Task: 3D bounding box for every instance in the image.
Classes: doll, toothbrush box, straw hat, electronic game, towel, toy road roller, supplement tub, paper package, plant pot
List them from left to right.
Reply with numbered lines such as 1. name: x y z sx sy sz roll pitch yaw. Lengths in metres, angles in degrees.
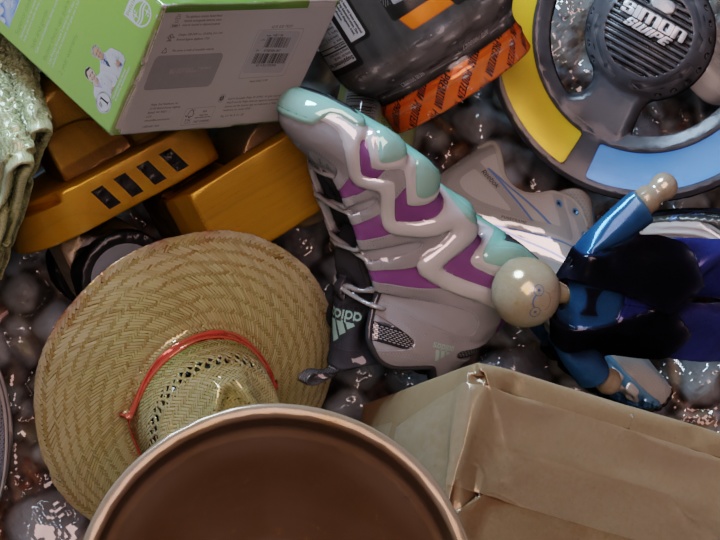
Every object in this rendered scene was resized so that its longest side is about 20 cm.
1. towel: -0.226 -0.088 1.484 0.036 0.149 0.201 5 44 -26
2. toothbrush box: -0.135 -0.167 1.437 0.200 0.145 0.087 41 119 30
3. toy road roller: -0.118 -0.067 1.503 0.199 0.123 0.147 -29 104 -11
4. straw hat: -0.083 0.086 1.451 0.200 0.202 0.085 -28 36 -10
5. plant pot: -0.043 0.173 1.283 0.199 0.093 0.203 1 76 -3
6. supplement tub: 0.009 -0.189 1.502 0.122 0.122 0.201 -34 98 -11
7. paper package: 0.101 0.134 1.434 0.189 0.200 0.104 17 75 -16
8. electronic game: 0.174 -0.142 1.544 0.198 0.042 0.202 0 90 11
9. doll: 0.166 0.010 1.472 0.198 0.048 0.137 1 113 -21

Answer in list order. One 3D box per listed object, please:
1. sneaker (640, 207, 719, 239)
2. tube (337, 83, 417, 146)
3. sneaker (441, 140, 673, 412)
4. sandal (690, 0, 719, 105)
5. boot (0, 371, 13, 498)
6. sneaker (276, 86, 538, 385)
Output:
1. sneaker: 0.244 0.006 1.556 0.198 0.076 0.078 9 99 11
2. tube: 0.026 -0.156 1.598 0.058 0.052 0.202 28 67 -40
3. sneaker: 0.123 -0.001 1.549 0.200 0.075 0.087 45 79 6
4. sandal: 0.170 -0.186 1.607 0.050 0.082 0.204 -36 72 32
5. boot: -0.242 0.129 1.487 0.072 0.090 0.202 2 77 -3
6. sneaker: 0.000 0.000 1.447 0.200 0.078 0.140 39 87 -25
